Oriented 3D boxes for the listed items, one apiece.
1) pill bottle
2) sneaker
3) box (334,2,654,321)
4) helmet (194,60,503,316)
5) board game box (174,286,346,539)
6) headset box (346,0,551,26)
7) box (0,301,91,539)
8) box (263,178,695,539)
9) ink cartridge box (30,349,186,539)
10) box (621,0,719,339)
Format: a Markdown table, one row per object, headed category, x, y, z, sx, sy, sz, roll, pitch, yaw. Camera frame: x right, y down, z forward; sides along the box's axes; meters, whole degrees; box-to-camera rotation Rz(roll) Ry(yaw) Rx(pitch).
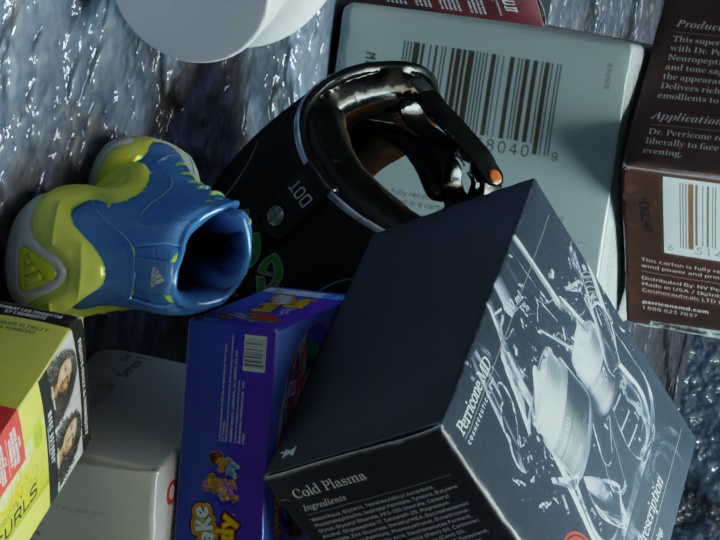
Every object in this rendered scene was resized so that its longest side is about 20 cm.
| category | x | y | z | sx | sy | sz | roll | pitch | yaw |
| --- | --- | --- | --- | --- | --- | --- | --- | --- | --- |
| pill bottle | -0.053 | -0.179 | 1.346 | 0.200 | 0.112 | 0.113 | -60 | 154 | -58 |
| sneaker | -0.092 | -0.014 | 1.296 | 0.200 | 0.104 | 0.076 | -46 | 142 | -66 |
| box | 0.089 | -0.070 | 1.792 | 0.171 | 0.198 | 0.201 | -19 | 117 | -75 |
| helmet | 0.000 | 0.000 | 1.497 | 0.191 | 0.199 | 0.200 | -60 | -177 | 40 |
| board game box | -0.049 | 0.116 | 1.315 | 0.134 | 0.045 | 0.201 | -21 | 117 | -74 |
| headset box | 0.037 | -0.227 | 1.497 | 0.077 | 0.199 | 0.150 | 56 | 45 | -70 |
| box | -0.174 | 0.097 | 1.146 | 0.200 | 0.050 | 0.076 | -61 | 155 | -55 |
| box | 0.066 | 0.093 | 1.315 | 0.182 | 0.104 | 0.200 | 55 | 34 | -24 |
| ink cartridge box | -0.118 | 0.158 | 1.331 | 0.146 | 0.084 | 0.201 | -49 | 145 | -67 |
| box | 0.271 | -0.078 | 1.755 | 0.165 | 0.165 | 0.201 | 80 | 24 | -50 |
